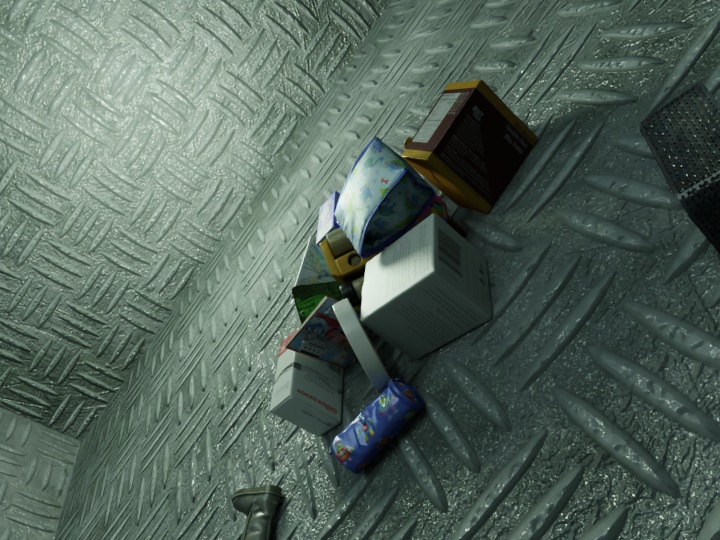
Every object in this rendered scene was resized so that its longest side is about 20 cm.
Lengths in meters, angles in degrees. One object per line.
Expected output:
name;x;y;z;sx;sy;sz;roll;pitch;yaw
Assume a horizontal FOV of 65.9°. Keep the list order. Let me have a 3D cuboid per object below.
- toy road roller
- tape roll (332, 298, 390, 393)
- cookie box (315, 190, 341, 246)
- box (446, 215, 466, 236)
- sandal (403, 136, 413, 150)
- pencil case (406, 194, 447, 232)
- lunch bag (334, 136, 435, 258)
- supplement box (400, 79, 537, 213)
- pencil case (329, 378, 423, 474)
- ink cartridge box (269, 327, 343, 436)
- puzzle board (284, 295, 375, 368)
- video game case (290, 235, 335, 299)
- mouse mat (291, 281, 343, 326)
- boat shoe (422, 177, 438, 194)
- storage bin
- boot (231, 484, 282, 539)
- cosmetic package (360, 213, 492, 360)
toy road roller;0.000;0.000;1.294;0.122;0.146;0.202;-24;72;2
tape roll;0.005;0.151;1.129;0.037;0.204;0.203;-28;27;-1
cookie box;-0.013;-0.084;1.439;0.075;0.199;0.172;-41;28;28
box;0.161;-0.105;1.307;0.100;0.075;0.200;-50;24;10
sandal;0.161;-0.359;1.612;0.078;0.069;0.213;-44;27;22
pencil case;0.106;-0.122;1.244;0.199;0.088;0.089;-2;57;56
lunch bag;0.036;-0.144;1.165;0.201;0.127;0.171;-49;38;14
supplement box;0.237;-0.271;1.220;0.201;0.196;0.133;-56;25;0
pencil case;0.029;0.291;1.054;0.200;0.078;0.087;-49;48;12
ink cartridge box;-0.118;0.257;1.282;0.084;0.144;0.201;-41;28;29
puzzle board;-0.052;0.146;1.245;0.151;0.199;0.017;-50;44;13
video game case;-0.071;0.018;1.449;0.022;0.180;0.202;121;166;-52
mouse mat;-0.059;0.078;1.346;0.162;0.197;0.008;-116;24;-47
boat shoe;0.130;-0.180;1.450;0.199;0.071;0.064;-39;6;32
storage bin;0.461;-0.134;0.728;0.093;0.135;0.202;-37;31;33
boot;-0.248;0.588;1.222;0.181;0.072;0.202;-34;39;42
cosmetic package;0.125;0.036;1.089;0.199;0.164;0.166;-36;31;35
